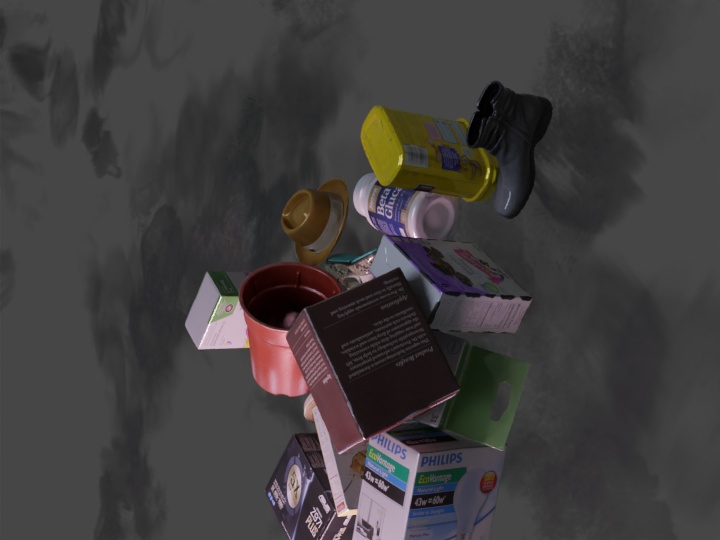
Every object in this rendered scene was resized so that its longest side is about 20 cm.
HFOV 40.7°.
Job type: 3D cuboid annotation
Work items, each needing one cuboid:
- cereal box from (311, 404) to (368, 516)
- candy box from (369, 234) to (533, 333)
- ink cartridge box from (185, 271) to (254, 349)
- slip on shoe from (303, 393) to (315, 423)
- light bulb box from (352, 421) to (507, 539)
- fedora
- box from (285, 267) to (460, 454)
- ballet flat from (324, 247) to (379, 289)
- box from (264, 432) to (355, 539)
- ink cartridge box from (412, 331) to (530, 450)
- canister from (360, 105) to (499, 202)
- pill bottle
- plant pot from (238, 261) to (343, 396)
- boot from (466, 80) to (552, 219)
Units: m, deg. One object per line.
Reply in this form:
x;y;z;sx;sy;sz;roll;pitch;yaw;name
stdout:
0.001;0.328;1.722;0.039;0.143;0.202;-42;55;43;cereal box
0.141;0.021;1.512;0.168;0.198;0.072;47;122;43;candy box
-0.247;0.084;2.036;0.084;0.198;0.146;51;126;38;ink cartridge box
-0.040;0.249;1.848;0.200;0.075;0.061;-41;49;35;slip on shoe
0.109;0.351;1.527;0.124;0.196;0.203;20;104;50;light bulb box
-0.100;-0.104;1.918;0.200;0.081;0.203;-39;40;44;fedora
0.012;0.133;1.417;0.202;0.164;0.164;64;159;10;box
0.000;0.000;1.832;0.199;0.067;0.076;-8;102;59;ballet flat
-0.088;0.443;1.879;0.201;0.085;0.165;55;128;41;box
0.148;0.180;1.517;0.198;0.048;0.147;16;82;28;ink cartridge box
0.111;-0.189;1.566;0.087;0.198;0.150;-55;43;38;canister
0.074;-0.112;1.690;0.199;0.110;0.113;24;106;52;pill bottle
-0.137;0.123;1.877;0.201;0.199;0.197;51;146;42;plant pot
0.211;-0.184;1.494;0.070;0.130;0.203;24;106;51;boot
